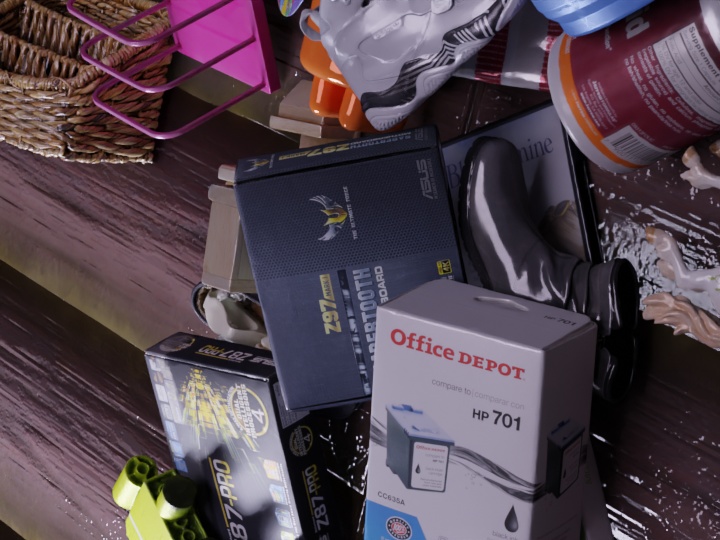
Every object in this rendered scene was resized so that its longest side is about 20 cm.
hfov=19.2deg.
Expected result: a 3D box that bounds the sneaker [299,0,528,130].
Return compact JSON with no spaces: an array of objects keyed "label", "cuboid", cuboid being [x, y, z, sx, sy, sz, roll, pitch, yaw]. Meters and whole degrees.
[{"label":"sneaker","cuboid":[0.043,-0.199,1.544,0.115,0.075,0.200,46,124,-4]}]

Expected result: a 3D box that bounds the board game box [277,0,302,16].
[{"label":"board game box","cuboid":[-0.060,-0.312,1.756,0.158,0.039,0.201,149,130,-71]}]

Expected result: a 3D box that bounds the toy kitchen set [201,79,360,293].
[{"label":"toy kitchen set","cuboid":[-0.086,-0.078,1.748,0.200,0.180,0.164,15,100,47]}]

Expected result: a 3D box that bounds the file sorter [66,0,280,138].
[{"label":"file sorter","cuboid":[-0.175,-0.234,1.821,0.139,0.125,0.201,28,141,43]}]

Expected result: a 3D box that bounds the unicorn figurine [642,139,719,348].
[{"label":"unicorn figurine","cuboid":[0.275,-0.031,1.465,0.137,0.074,0.201,35,129,30]}]

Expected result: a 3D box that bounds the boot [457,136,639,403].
[{"label":"boot","cuboid":[0.147,-0.004,1.574,0.131,0.070,0.201,-2,100,43]}]

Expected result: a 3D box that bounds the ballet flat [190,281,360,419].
[{"label":"ballet flat","cuboid":[-0.081,0.064,1.824,0.200,0.073,0.073,42,119,37]}]

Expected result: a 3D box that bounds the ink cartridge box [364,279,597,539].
[{"label":"ink cartridge box","cuboid":[0.086,0.124,1.554,0.146,0.086,0.201,14,112,32]}]

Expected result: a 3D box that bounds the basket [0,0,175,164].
[{"label":"basket","cuboid":[-0.286,-0.196,1.981,0.200,0.142,0.150,26,109,42]}]

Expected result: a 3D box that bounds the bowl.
[{"label":"bowl","cuboid":[0.208,-0.228,1.448,0.200,0.201,0.039,-27,104,43]}]

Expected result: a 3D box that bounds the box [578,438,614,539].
[{"label":"box","cuboid":[0.106,0.190,1.657,0.200,0.036,0.145,-24,73,45]}]

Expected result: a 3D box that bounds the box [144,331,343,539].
[{"label":"box","cuboid":[-0.096,0.159,1.806,0.161,0.049,0.201,12,122,46]}]

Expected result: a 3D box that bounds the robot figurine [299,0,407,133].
[{"label":"robot figurine","cuboid":[0.021,-0.211,1.686,0.144,0.116,0.201,-100,23,-75]}]

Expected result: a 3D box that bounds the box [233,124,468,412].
[{"label":"box","cuboid":[0.000,0.000,1.616,0.157,0.051,0.201,-9,112,6]}]

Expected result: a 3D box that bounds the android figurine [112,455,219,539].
[{"label":"android figurine","cuboid":[-0.165,0.254,1.881,0.182,0.041,0.200,62,155,14]}]

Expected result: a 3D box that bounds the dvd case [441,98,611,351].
[{"label":"dvd case","cuboid":[0.126,-0.020,1.646,0.142,0.018,0.201,-20,76,45]}]

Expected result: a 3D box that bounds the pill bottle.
[{"label":"pill bottle","cuboid":[0.236,-0.154,1.462,0.200,0.114,0.115,-27,71,40]}]

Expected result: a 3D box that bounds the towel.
[{"label":"towel","cuboid":[0.115,-0.210,1.587,0.199,0.023,0.145,11,100,15]}]
